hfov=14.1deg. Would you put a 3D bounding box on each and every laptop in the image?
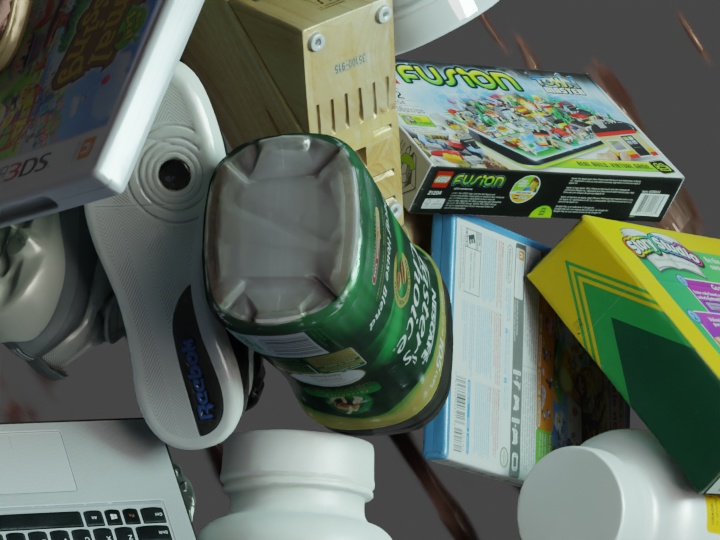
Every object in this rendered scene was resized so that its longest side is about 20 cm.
[{"bbox_3d":[-0.142,0.121,1.379,0.186,0.116,0.201,0,50,-27],"label":"laptop"}]

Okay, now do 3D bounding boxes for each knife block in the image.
[{"bbox_3d":[-0.058,-0.120,1.582,0.064,0.175,0.201,-23,124,-32],"label":"knife block"}]

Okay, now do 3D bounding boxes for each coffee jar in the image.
[{"bbox_3d":[-0.012,0.013,1.468,0.200,0.085,0.105,52,36,-65],"label":"coffee jar"}]

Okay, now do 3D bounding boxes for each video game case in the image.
[{"bbox_3d":[-0.142,-0.111,1.455,0.022,0.182,0.201,36,60,-29],"label":"video game case"},{"bbox_3d":[0.101,0.056,1.698,0.200,0.018,0.144,20,68,-52],"label":"video game case"}]

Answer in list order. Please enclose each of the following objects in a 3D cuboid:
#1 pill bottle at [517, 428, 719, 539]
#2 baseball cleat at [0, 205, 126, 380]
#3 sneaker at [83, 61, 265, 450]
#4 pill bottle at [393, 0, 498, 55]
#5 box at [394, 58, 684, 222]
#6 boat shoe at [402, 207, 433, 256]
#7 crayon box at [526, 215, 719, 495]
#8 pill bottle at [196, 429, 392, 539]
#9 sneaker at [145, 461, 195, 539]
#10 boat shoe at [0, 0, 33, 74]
[{"bbox_3d":[0.176,0.147,1.690,0.200,0.104,0.105,14,72,-52],"label":"pill bottle"},{"bbox_3d":[-0.141,-0.038,1.530,0.106,0.069,0.201,45,60,-40],"label":"baseball cleat"},{"bbox_3d":[-0.091,-0.018,1.496,0.112,0.073,0.201,-56,143,-72],"label":"sneaker"},{"bbox_3d":[0.003,-0.228,1.645,0.112,0.112,0.201,-37,105,-38],"label":"pill bottle"},{"bbox_3d":[0.083,-0.076,1.690,0.199,0.035,0.110,1,38,-40],"label":"box"},{"bbox_3d":[0.000,0.000,1.628,0.200,0.064,0.072,-28,99,-39],"label":"boat shoe"},{"bbox_3d":[0.214,0.053,1.713,0.200,0.058,0.173,8,37,-54],"label":"crayon box"},{"bbox_3d":[-0.036,0.189,1.530,0.110,0.110,0.201,13,73,-37],"label":"pill bottle"},{"bbox_3d":[-0.141,0.179,1.478,0.066,0.091,0.200,22,43,1],"label":"sneaker"},{"bbox_3d":[-0.212,-0.196,1.493,0.072,0.072,0.201,6,74,-31],"label":"boat shoe"}]
